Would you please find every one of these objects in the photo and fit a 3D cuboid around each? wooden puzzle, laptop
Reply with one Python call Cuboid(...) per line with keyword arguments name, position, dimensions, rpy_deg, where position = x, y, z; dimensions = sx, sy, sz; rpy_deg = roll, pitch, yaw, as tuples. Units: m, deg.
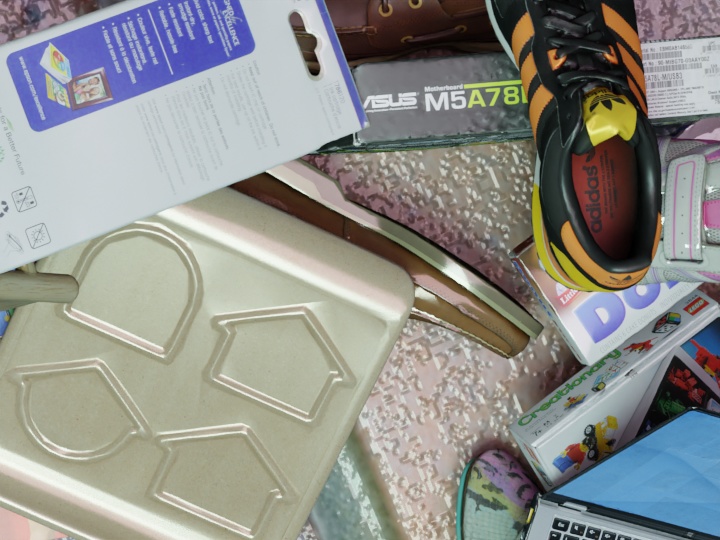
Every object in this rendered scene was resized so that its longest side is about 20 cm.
Cuboid(name="wooden puzzle", position=(-0.093, 0.052, 1.475), dimensions=(0.185, 0.046, 0.201), rpy_deg=(24, 102, -9))
Cuboid(name="laptop", position=(0.183, 0.174, 1.458), dimensions=(0.187, 0.116, 0.201), rpy_deg=(17, 92, -27))

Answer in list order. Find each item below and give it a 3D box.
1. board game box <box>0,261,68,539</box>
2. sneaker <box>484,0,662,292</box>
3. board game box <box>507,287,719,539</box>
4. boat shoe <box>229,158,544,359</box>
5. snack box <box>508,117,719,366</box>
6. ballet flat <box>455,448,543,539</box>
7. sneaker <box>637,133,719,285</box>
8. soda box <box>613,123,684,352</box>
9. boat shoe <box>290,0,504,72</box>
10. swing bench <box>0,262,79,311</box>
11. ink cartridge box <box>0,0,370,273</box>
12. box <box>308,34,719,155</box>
Cuboid(name="board game box", position=(-0.188, 0.045, 1.504), dimensions=(0.102, 0.019, 0.201), rpy_deg=(-9, 92, -9))
Cuboid(name="sneaker", position=(0.108, -0.088, 1.324), dimensions=(0.070, 0.090, 0.201), rpy_deg=(-10, 94, -10))
Cuboid(name="board game box", position=(0.177, 0.123, 1.527), dimensions=(0.126, 0.035, 0.200), rpy_deg=(-36, 119, -8))
Cuboid(name="boat shoe", position=(0.000, 0.000, 1.517), dimensions=(0.200, 0.072, 0.068), rpy_deg=(31, 90, 0))
Cuboid(name="snack box", position=(0.177, -0.037, 1.492), dimensions=(0.200, 0.024, 0.072), rpy_deg=(-36, 98, -8))
Cuboid(name="ballet flat", position=(0.094, 0.197, 1.526), dimensions=(0.069, 0.071, 0.201), rpy_deg=(-2, 92, -43))
Cuboid(name="sneaker", position=(0.187, -0.033, 1.436), dimensions=(0.199, 0.088, 0.082), rpy_deg=(-6, 93, -11))
Cuboid(name="soda box", position=(0.185, -0.042, 1.543), dimensions=(0.200, 0.071, 0.063), rpy_deg=(-40, 96, -8))
Cuboid(name="boat shoe", position=(0.024, -0.151, 1.506), dimensions=(0.199, 0.068, 0.072), rpy_deg=(-3, 68, -12))
Cuboid(name="swing bench", position=(-0.282, -0.006, 1.359), dimensions=(0.200, 0.198, 0.130), rpy_deg=(-21, 94, -45))
Cuboid(name="ink cartridge box", position=(-0.103, -0.076, 1.329), dimensions=(0.199, 0.039, 0.100), rpy_deg=(-21, 94, -18))
Cuboid(name="box", position=(0.074, -0.089, 1.462), dimensions=(0.199, 0.193, 0.048), rpy_deg=(-5, 94, -9))
